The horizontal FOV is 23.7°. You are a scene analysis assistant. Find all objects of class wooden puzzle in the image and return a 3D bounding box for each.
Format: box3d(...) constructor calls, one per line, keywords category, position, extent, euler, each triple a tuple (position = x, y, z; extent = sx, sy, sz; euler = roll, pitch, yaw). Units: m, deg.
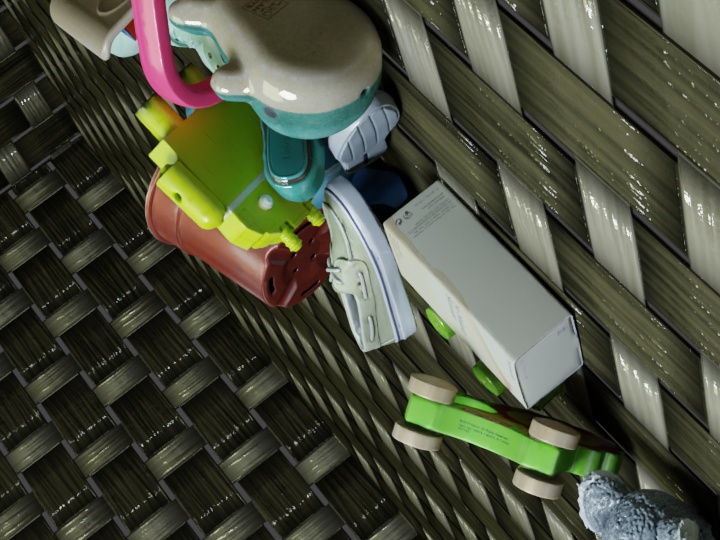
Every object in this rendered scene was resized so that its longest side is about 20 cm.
box3d(category="wooden puzzle", position=(-0.208, -0.298, 1.670), extent=(0.046, 0.200, 0.185), euler=(39, 179, -32))

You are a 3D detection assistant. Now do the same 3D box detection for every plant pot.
box3d(category="plant pot", position=(-0.131, -0.067, 2.143), extent=(0.195, 0.201, 0.201), euler=(38, 164, 28))

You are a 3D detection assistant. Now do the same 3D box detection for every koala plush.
box3d(category="koala plush", position=(0.271, 0.283, 1.550), extent=(0.177, 0.183, 0.201), euler=(37, 150, 55))

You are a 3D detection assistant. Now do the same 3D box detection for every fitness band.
box3d(category="fitness band", position=(-0.149, -0.247, 1.560), extent=(0.037, 0.143, 0.202), euler=(20, 130, 34))

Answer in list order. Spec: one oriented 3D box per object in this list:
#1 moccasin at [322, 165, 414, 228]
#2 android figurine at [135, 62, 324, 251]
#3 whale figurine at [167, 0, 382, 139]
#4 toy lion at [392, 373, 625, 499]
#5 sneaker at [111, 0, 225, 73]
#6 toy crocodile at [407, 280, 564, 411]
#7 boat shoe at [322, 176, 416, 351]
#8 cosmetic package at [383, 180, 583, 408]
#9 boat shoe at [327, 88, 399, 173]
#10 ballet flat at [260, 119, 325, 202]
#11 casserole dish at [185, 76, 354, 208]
box3d(category="moccasin", position=(0.002, -0.066, 1.802), extent=(0.068, 0.080, 0.200), euler=(52, 172, -23))
box3d(category="android figurine", position=(-0.118, -0.102, 1.627), extent=(0.200, 0.182, 0.041), euler=(46, 135, -3))
box3d(category="whale figurine", position=(-0.074, -0.187, 1.497), extent=(0.199, 0.159, 0.104), euler=(29, 145, 24))
box3d(category="toy lion", position=(0.151, 0.156, 1.647), extent=(0.198, 0.069, 0.191), euler=(19, -174, 18))
box3d(category="sneaker", position=(-0.174, -0.224, 1.708), extent=(0.199, 0.073, 0.119), euler=(-22, 87, 39))
box3d(category="toy crocodile", position=(0.123, 0.058, 1.698), extent=(0.200, 0.067, 0.062), euler=(49, 170, 25))
box3d(category="boat shoe", position=(0.000, 0.000, 1.710), extent=(0.072, 0.062, 0.201), euler=(43, 160, 55))
box3d(category="cosmetic package", position=(0.114, 0.021, 1.601), extent=(0.200, 0.073, 0.104), euler=(48, 170, 32))
box3d(category="boat shoe", position=(-0.010, -0.141, 1.626), extent=(0.062, 0.072, 0.200), euler=(56, 172, 6))
box3d(category="ballet flat", position=(-0.066, -0.152, 1.629), extent=(0.071, 0.067, 0.202), euler=(71, -165, -62))
box3d(category="casserole dish", position=(-0.084, -0.143, 1.740), extent=(0.199, 0.121, 0.039), euler=(37, 129, 6))
